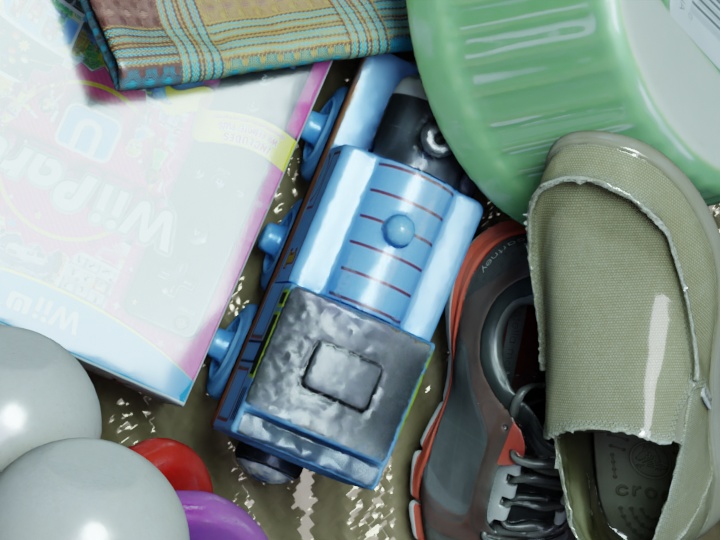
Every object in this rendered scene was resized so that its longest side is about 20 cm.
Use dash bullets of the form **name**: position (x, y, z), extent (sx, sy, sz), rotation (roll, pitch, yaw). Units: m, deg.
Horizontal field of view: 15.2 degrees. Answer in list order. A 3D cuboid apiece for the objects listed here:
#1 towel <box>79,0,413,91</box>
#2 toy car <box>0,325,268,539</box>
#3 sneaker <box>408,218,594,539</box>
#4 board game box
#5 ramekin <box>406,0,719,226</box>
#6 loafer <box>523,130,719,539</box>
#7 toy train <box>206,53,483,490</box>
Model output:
- **towel**: position (-0.038, -0.151, 1.147), extent (0.200, 0.022, 0.147), rotation (-11, 66, -31)
- **toy car**: position (-0.109, 0.128, 1.102), extent (0.150, 0.200, 0.175), rotation (-1, 119, -30)
- **sneaker**: position (0.068, 0.082, 1.181), extent (0.077, 0.082, 0.200), rotation (-6, 108, -14)
- **board game box**: position (-0.105, -0.060, 1.167), extent (0.148, 0.064, 0.200), rotation (24, 84, -11)
- **ramekin**: position (0.121, -0.116, 1.136), extent (0.200, 0.098, 0.200), rotation (7, 81, -46)
- **loafer**: position (0.109, 0.039, 1.091), extent (0.068, 0.076, 0.200), rotation (-51, 134, -50)
- **toy train**: position (0.000, 0.000, 1.163), extent (0.087, 0.114, 0.200), rotation (25, 84, -12)
